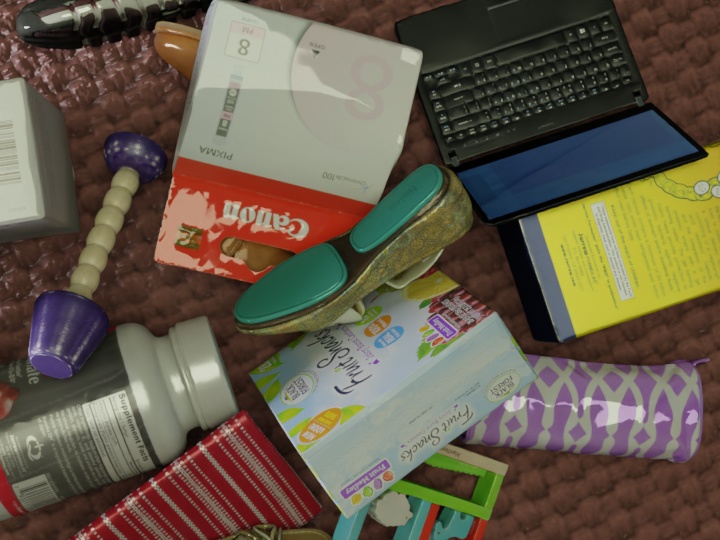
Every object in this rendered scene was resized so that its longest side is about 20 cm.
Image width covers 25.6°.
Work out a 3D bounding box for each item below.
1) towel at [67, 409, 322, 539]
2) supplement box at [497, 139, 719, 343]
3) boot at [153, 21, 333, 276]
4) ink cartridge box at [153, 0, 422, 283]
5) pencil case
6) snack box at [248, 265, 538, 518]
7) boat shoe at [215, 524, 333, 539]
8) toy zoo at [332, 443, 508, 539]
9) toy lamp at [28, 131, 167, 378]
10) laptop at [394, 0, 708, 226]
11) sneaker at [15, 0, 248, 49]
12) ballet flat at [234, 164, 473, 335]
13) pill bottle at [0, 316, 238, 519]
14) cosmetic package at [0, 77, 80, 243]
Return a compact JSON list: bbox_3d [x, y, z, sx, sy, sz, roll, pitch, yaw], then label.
[{"bbox_3d":[-0.138,0.203,1.207,0.200,0.022,0.145,-37,136,-4],"label":"towel"},{"bbox_3d":[0.221,-0.025,1.239,0.200,0.109,0.110,-18,90,-5],"label":"supplement box"},{"bbox_3d":[-0.105,-0.090,1.245,0.200,0.077,0.155,32,90,-9],"label":"boot"},{"bbox_3d":[-0.055,-0.087,1.191,0.163,0.057,0.200,13,87,-13],"label":"ink cartridge box"},{"bbox_3d":[0.170,0.102,1.245,0.200,0.084,0.086,7,77,-6],"label":"pencil case"},{"bbox_3d":[0.017,0.078,1.173,0.169,0.200,0.068,-36,107,-4],"label":"snack box"},{"bbox_3d":[-0.101,0.228,1.185,0.201,0.073,0.063,-9,129,-24],"label":"boat shoe"},{"bbox_3d":[0.031,0.226,1.227,0.131,0.020,0.200,22,86,-36],"label":"toy zoo"},{"bbox_3d":[-0.195,-0.012,1.172,0.058,0.058,0.200,17,58,-3],"label":"toy lamp"},{"bbox_3d":[0.142,-0.142,1.229,0.177,0.103,0.200,-18,81,-5],"label":"laptop"},{"bbox_3d":[-0.183,-0.248,1.245,0.200,0.076,0.116,-17,84,-15],"label":"sneaker"},{"bbox_3d":[0.000,0.000,1.188,0.200,0.071,0.071,-36,91,6],"label":"ballet flat"},{"bbox_3d":[-0.198,0.105,1.197,0.200,0.111,0.111,-19,89,-5],"label":"pill bottle"},{"bbox_3d":[-0.257,-0.076,1.162,0.074,0.200,0.102,-8,88,-4],"label":"cosmetic package"}]
